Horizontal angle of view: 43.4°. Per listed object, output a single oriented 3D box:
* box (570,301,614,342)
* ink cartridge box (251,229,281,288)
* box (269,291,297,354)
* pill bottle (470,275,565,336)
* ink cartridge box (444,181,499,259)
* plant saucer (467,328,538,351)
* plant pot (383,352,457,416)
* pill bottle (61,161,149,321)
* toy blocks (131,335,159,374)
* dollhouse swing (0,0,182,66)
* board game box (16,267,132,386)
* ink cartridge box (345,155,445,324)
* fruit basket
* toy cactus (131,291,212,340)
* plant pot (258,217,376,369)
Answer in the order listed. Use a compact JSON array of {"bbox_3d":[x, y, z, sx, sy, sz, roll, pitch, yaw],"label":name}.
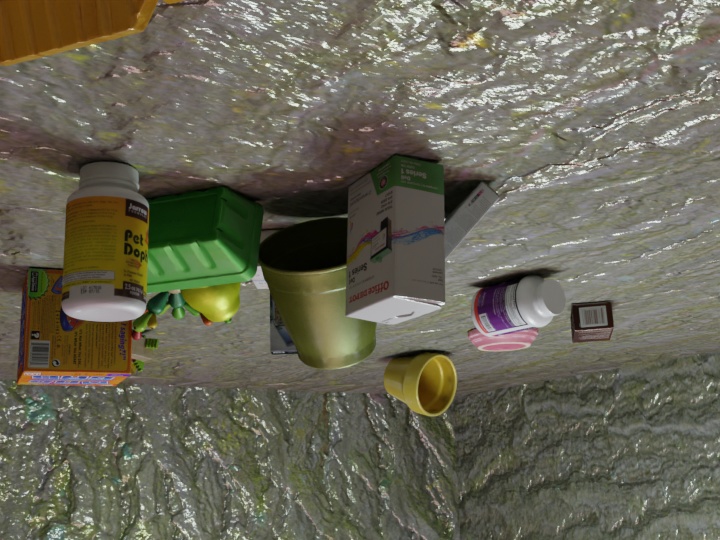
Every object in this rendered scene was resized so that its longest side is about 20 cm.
[{"bbox_3d":[0.594,0.135,2.326,0.100,0.075,0.200,-5,164,10],"label":"box"},{"bbox_3d":[-0.137,-0.013,1.618,0.116,0.068,0.200,-3,166,1],"label":"ink cartridge box"},{"bbox_3d":[-0.082,0.095,1.814,0.199,0.137,0.038,-2,164,-1],"label":"box"},{"bbox_3d":[0.341,0.075,1.960,0.112,0.113,0.200,9,162,-38],"label":"pill bottle"},{"bbox_3d":[0.113,-0.029,1.395,0.043,0.200,0.196,43,162,2],"label":"ink cartridge box"},{"bbox_3d":[0.408,0.195,2.583,0.199,0.051,0.201,-3,166,-1],"label":"plant saucer"},{"bbox_3d":[0.183,0.361,2.964,0.200,0.202,0.188,12,176,-44],"label":"plant pot"},{"bbox_3d":[-0.339,-0.038,1.209,0.109,0.201,0.109,-2,166,0],"label":"pill bottle"},{"bbox_3d":[-0.641,0.205,2.407,0.136,0.100,0.200,20,157,-31],"label":"toy blocks"},{"bbox_3d":[-0.245,-0.232,0.545,0.199,0.183,0.176,-7,-174,21],"label":"dollhouse swing"},{"bbox_3d":[-0.572,0.120,1.812,0.199,0.201,0.200,4,165,-23],"label":"board game box"},{"bbox_3d":[0.047,-0.038,1.263,0.084,0.201,0.145,9,162,-27],"label":"ink cartridge box"},{"bbox_3d":[-0.240,-0.019,1.389,0.214,0.156,0.216,3,152,1],"label":"fruit basket"},{"bbox_3d":[-0.356,0.052,1.751,0.199,0.102,0.165,-24,148,-24],"label":"toy cactus"},{"bbox_3d":[-0.049,0.044,1.430,0.199,0.194,0.201,-8,-155,4],"label":"plant pot"}]
